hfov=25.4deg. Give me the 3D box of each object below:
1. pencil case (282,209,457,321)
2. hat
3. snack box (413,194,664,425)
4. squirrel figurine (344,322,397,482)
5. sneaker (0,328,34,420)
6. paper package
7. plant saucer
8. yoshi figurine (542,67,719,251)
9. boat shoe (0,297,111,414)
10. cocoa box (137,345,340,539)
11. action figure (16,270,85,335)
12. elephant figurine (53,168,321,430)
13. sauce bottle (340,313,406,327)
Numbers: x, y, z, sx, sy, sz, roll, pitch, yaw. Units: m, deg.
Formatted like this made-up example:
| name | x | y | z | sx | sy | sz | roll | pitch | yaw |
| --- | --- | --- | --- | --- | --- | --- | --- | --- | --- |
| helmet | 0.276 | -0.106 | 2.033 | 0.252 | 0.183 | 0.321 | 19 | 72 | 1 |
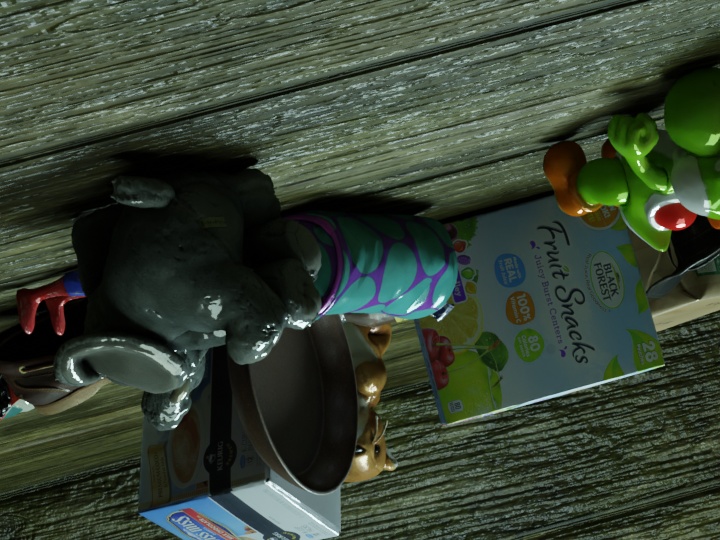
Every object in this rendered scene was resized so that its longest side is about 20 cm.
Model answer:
| name | x | y | z | sx | sy | sz | roll | pitch | yaw |
| --- | --- | --- | --- | --- | --- | --- | --- | --- | --- |
| pencil case | 0.000 | 0.000 | 1.233 | 0.093 | 0.085 | 0.199 | -54 | 155 | 18 |
| hat | 0.303 | -0.056 | 1.381 | 0.200 | 0.081 | 0.201 | -35 | 172 | -5 |
| snack box | 0.145 | 0.029 | 1.392 | 0.198 | 0.170 | 0.068 | -15 | 174 | -3 |
| squirrel figurine | -0.020 | 0.140 | 1.753 | 0.140 | 0.188 | 0.200 | -13 | 171 | -13 |
| sneaker | -0.266 | 0.076 | 1.386 | 0.199 | 0.071 | 0.093 | -25 | -175 | 40 |
| paper package | 0.343 | 0.005 | 1.801 | 0.190 | 0.104 | 0.199 | -24 | 167 | 39 |
| plant saucer | -0.058 | 0.084 | 1.298 | 0.034 | 0.202 | 0.200 | -12 | 173 | 21 |
| yoshi figurine | 0.215 | -0.090 | 1.103 | 0.112 | 0.113 | 0.200 | 35 | 164 | -23 |
| boat shoe | -0.194 | 0.045 | 1.248 | 0.199 | 0.071 | 0.070 | -29 | 126 | 10 |
| cocoa box | -0.103 | 0.129 | 1.387 | 0.130 | 0.202 | 0.133 | -16 | 146 | 23 |
| action figure | -0.145 | 0.029 | 1.155 | 0.199 | 0.100 | 0.065 | -21 | 171 | 21 |
| elephant figurine | -0.131 | 0.028 | 0.995 | 0.199 | 0.156 | 0.141 | -31 | -174 | 33 |
| sauce bottle | 0.033 | 0.014 | 1.466 | 0.198 | 0.065 | 0.065 | -14 | 172 | 4 |
